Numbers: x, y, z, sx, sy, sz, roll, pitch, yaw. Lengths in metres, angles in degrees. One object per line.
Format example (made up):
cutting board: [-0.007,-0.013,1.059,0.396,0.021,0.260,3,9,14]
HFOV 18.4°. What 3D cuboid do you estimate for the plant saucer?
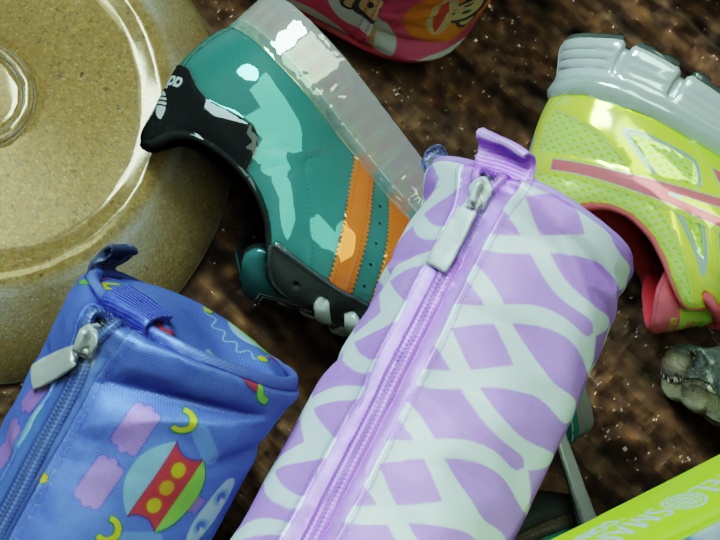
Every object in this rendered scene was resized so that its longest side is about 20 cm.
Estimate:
plant saucer: [-0.142,-0.060,0.813,0.199,0.035,0.201,4,73,-12]

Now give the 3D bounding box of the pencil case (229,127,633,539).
pencil case: [0.018,0.055,0.719,0.084,0.086,0.201,20,73,21]

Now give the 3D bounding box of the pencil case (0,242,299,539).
pencil case: [-0.100,0.094,0.717,0.078,0.087,0.201,32,92,41]

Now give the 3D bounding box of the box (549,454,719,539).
box: [0.104,0.137,0.725,0.199,0.048,0.123,-20,104,-39]

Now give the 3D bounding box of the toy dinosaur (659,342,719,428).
toy dinosaur: [0.182,0.105,0.819,0.199,0.047,0.088,32,103,16]

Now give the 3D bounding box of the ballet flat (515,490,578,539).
ballet flat: [-0.011,0.118,0.776,0.200,0.068,0.068,-32,74,-20]

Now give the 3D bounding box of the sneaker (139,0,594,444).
sneaker: [0.000,0.000,0.810,0.080,0.071,0.200,-41,94,-11]

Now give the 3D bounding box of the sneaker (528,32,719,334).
sneaker: [0.147,-0.007,0.852,0.199,0.078,0.091,29,82,-1]

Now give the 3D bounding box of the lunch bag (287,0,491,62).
lunch bag: [-0.011,-0.195,0.865,0.199,0.082,0.177,27,65,-2]

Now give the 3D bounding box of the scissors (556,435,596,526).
scissors: [0.087,0.114,0.774,0.201,0.014,0.073,66,29,-14]
